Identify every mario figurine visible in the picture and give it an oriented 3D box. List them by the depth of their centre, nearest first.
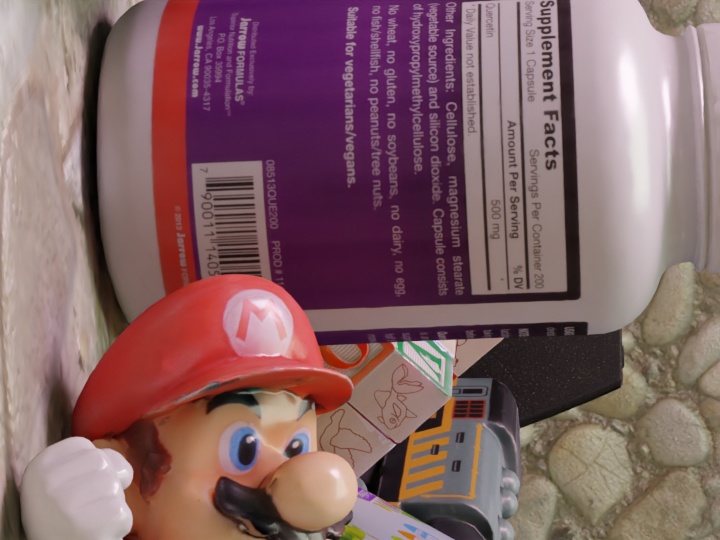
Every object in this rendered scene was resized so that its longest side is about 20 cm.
[{"bbox_3d":[-0.029,0.100,0.569,0.123,0.105,0.201,44,45,-80],"label":"mario figurine"}]

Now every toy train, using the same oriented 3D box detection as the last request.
[{"bbox_3d":[0.021,0.112,1.066,0.200,0.113,0.086,-74,160,-69],"label":"toy train"}]

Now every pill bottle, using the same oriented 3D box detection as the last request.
[{"bbox_3d":[0.023,-0.034,0.677,0.112,0.199,0.113,-2,90,-85],"label":"pill bottle"}]

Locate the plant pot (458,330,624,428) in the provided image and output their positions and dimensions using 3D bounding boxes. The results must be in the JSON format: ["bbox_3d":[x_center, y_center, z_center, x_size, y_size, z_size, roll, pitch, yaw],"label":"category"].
[{"bbox_3d":[0.057,-0.018,1.223,0.200,0.176,0.200,-85,171,-65],"label":"plant pot"}]

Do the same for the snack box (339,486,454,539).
[{"bbox_3d":[0.024,0.134,0.763,0.068,0.168,0.200,-62,174,2],"label":"snack box"}]

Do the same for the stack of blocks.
[{"bbox_3d":[0.000,0.000,0.871,0.115,0.059,0.200,42,22,-16],"label":"stack of blocks"}]
